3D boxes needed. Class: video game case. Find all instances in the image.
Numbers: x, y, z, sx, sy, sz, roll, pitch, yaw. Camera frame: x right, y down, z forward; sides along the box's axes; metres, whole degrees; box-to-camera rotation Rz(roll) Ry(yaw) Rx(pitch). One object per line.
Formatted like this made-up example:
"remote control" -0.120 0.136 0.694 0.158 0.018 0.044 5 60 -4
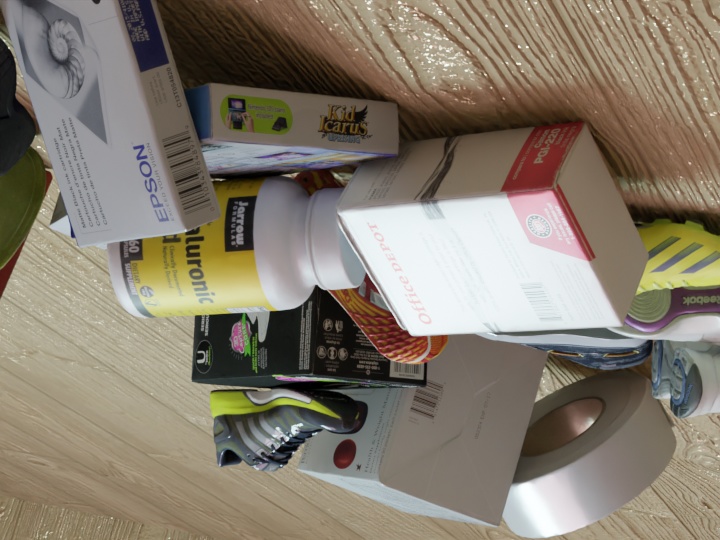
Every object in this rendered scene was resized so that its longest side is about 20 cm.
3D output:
"video game case" -0.102 -0.104 1.405 0.181 0.046 0.199 2 175 -41

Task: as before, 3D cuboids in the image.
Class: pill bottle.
"pill bottle" -0.099 -0.021 1.496 0.199 0.112 0.111 -4 158 17

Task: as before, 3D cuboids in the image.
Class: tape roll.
"tape roll" 0.223 0.187 1.871 0.202 0.202 0.071 -11 114 55

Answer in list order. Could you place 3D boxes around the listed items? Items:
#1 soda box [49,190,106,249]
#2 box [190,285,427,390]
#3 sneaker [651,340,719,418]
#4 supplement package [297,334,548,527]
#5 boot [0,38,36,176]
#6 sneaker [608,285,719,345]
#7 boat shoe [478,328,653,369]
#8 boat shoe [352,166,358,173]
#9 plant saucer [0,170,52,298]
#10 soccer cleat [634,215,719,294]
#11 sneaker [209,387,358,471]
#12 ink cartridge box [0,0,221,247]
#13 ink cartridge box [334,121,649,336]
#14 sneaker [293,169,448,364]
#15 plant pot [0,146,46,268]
"soda box" -0.218 -0.076 1.648 0.063 0.068 0.200 22 162 -21
"box" -0.050 0.051 1.759 0.148 0.125 0.199 9 171 -39
"sneaker" 0.310 0.090 1.623 0.087 0.075 0.200 3 -166 -3
"supplement package" 0.062 0.145 1.859 0.147 0.192 0.200 23 168 -23
"boot" -0.335 -0.163 1.400 0.150 0.073 0.200 36 167 15
"sneaker" 0.290 0.040 1.563 0.199 0.075 0.100 7 160 26
"boat shoe" 0.178 0.052 1.700 0.199 0.071 0.091 9 158 14
"boat shoe" 0.059 -0.037 1.548 0.070 0.071 0.200 -27 141 9
"plant saucer" -0.421 -0.032 1.748 0.199 0.201 0.037 8 152 22
"soccer cleat" 0.220 -0.004 1.470 0.199 0.084 0.065 10 163 18
"sneaker" -0.075 0.157 1.786 0.074 0.081 0.199 7 171 -40
"ink cartridge box" -0.201 -0.118 1.331 0.040 0.201 0.199 -24 -169 -39
"ink cartridge box" 0.101 -0.028 1.401 0.199 0.085 0.146 -5 130 35
"sneaker" 0.000 0.000 1.557 0.073 0.201 0.077 -35 167 14
"plant pot" -0.417 -0.091 1.615 0.199 0.201 0.190 1 147 39
